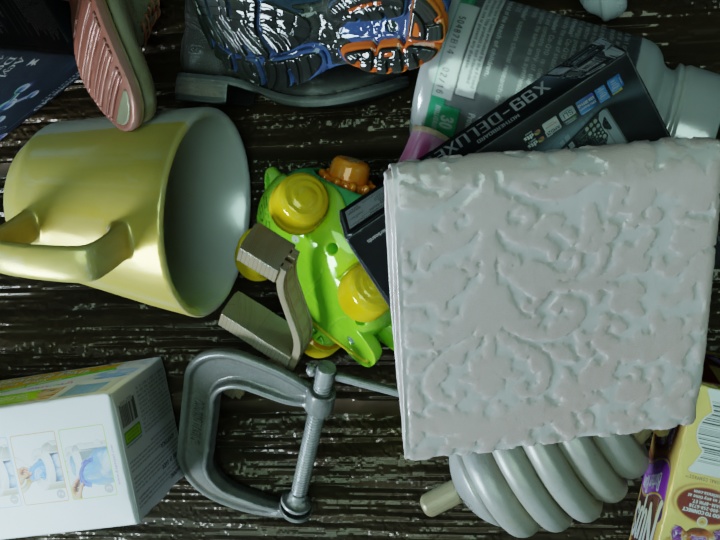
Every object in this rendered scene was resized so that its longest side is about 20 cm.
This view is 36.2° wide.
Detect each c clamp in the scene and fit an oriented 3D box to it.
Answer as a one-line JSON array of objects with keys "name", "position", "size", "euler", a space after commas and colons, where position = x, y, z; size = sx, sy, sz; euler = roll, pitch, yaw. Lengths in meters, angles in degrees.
[{"name": "c clamp", "position": [-0.062, 0.132, 0.838], "size": [0.169, 0.027, 0.202], "euler": [22, 131, 1]}]

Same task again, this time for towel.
[{"name": "towel", "position": [0.115, 0.018, 0.665], "size": [0.196, 0.032, 0.194], "euler": [-6, 115, -5]}]

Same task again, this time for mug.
[{"name": "mug", "position": [-0.184, -0.053, 0.803], "size": [0.151, 0.186, 0.152], "euler": [6, 80, 18]}]

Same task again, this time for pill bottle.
[{"name": "pill bottle", "position": [0.141, -0.116, 0.762], "size": [0.197, 0.113, 0.115], "euler": [17, 101, 8]}]

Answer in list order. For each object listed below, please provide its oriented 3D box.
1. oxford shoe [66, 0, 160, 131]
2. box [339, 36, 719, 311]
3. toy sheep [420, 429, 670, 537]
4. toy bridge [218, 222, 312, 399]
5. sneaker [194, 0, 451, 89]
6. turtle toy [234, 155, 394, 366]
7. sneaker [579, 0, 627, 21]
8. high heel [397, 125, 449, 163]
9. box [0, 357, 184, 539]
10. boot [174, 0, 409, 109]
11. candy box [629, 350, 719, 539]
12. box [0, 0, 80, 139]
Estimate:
[{"name": "oxford shoe", "position": [-0.172, -0.188, 0.794], "size": [0.071, 0.073, 0.202], "euler": [-53, 52, 50]}, {"name": "box", "position": [0.109, -0.022, 0.692], "size": [0.198, 0.050, 0.159], "euler": [-32, 114, 6]}, {"name": "toy sheep", "position": [0.129, 0.120, 0.782], "size": [0.199, 0.138, 0.139], "euler": [-36, 91, 15]}, {"name": "toy bridge", "position": [-0.071, 0.045, 0.808], "size": [0.067, 0.027, 0.201], "euler": [30, 144, 4]}, {"name": "sneaker", "position": [-0.024, -0.173, 0.745], "size": [0.197, 0.079, 0.076], "euler": [6, 133, 25]}, {"name": "turtle toy", "position": [0.000, 0.000, 0.802], "size": [0.101, 0.146, 0.201], "euler": [-40, 90, -27]}, {"name": "sneaker", "position": [0.100, -0.245, 0.774], "size": [0.114, 0.075, 0.202], "euler": [-30, 87, 13]}, {"name": "high heel", "position": [0.090, -0.012, 0.768], "size": [0.199, 0.067, 0.097], "euler": [31, 79, -35]}, {"name": "box", "position": [-0.255, 0.143, 0.869], "size": [0.197, 0.112, 0.103], "euler": [-9, 98, 12]}, {"name": "boot", "position": [-0.059, -0.209, 0.809], "size": [0.196, 0.069, 0.177], "euler": [3, 97, 9]}, {"name": "candy box", "position": [0.233, 0.166, 0.784], "size": [0.056, 0.117, 0.203], "euler": [10, 99, 8]}, {"name": "box", "position": [-0.301, -0.159, 0.791], "size": [0.147, 0.200, 0.108], "euler": [-34, 93, 13]}]
